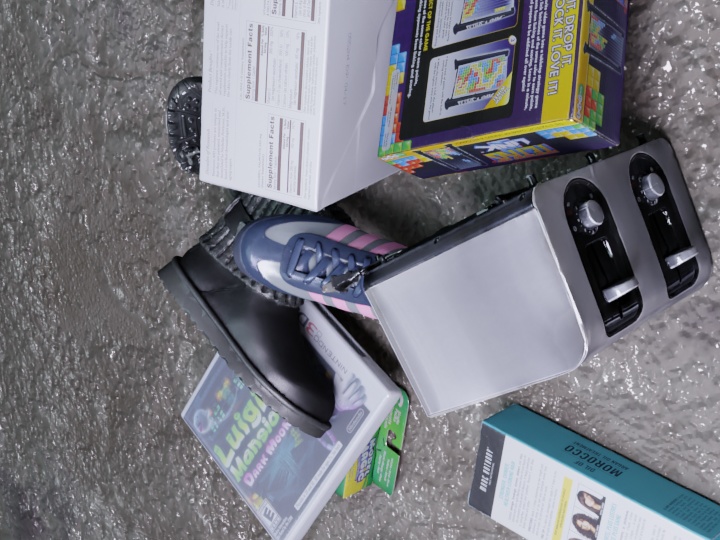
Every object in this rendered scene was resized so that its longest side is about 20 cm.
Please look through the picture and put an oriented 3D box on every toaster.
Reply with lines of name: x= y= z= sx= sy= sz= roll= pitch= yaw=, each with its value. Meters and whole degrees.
toaster: x=0.115 y=0.005 z=0.747 sx=0.200 sy=0.181 sz=0.119 roll=-27 pitch=86 yaw=44

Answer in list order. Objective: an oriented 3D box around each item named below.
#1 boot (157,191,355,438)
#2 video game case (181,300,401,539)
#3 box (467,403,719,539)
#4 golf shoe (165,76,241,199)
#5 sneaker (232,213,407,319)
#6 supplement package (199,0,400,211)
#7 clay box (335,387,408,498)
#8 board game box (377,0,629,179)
boot: x=-0.055 y=0.022 z=0.928 sx=0.158 sy=0.079 sz=0.211 roll=-41 pitch=90 yaw=3
video game case: x=-0.072 y=0.124 z=1.002 sx=0.182 sy=0.023 sz=0.200 roll=46 pitch=118 yaw=29
box: x=0.180 y=0.184 z=0.837 sx=0.200 sy=0.049 sz=0.082 roll=25 pitch=119 yaw=36
golf shoe: x=-0.125 y=-0.126 z=0.944 sx=0.078 sy=0.200 sz=0.095 roll=-30 pitch=66 yaw=3
sneaker: x=0.000 y=0.000 z=0.852 sx=0.082 sy=0.200 sz=0.070 roll=-159 pitch=82 yaw=-80
supplement package: x=-0.035 y=-0.170 z=0.841 sx=0.111 sy=0.156 sz=0.200 roll=16 pitch=114 yaw=25
clay box: x=-0.046 y=0.130 z=1.037 sx=0.200 sy=0.048 sz=0.115 roll=25 pitch=118 yaw=37
board game box: x=0.099 y=-0.173 z=0.737 sx=0.165 sy=0.057 sz=0.201 roll=-4 pitch=73 yaw=43
